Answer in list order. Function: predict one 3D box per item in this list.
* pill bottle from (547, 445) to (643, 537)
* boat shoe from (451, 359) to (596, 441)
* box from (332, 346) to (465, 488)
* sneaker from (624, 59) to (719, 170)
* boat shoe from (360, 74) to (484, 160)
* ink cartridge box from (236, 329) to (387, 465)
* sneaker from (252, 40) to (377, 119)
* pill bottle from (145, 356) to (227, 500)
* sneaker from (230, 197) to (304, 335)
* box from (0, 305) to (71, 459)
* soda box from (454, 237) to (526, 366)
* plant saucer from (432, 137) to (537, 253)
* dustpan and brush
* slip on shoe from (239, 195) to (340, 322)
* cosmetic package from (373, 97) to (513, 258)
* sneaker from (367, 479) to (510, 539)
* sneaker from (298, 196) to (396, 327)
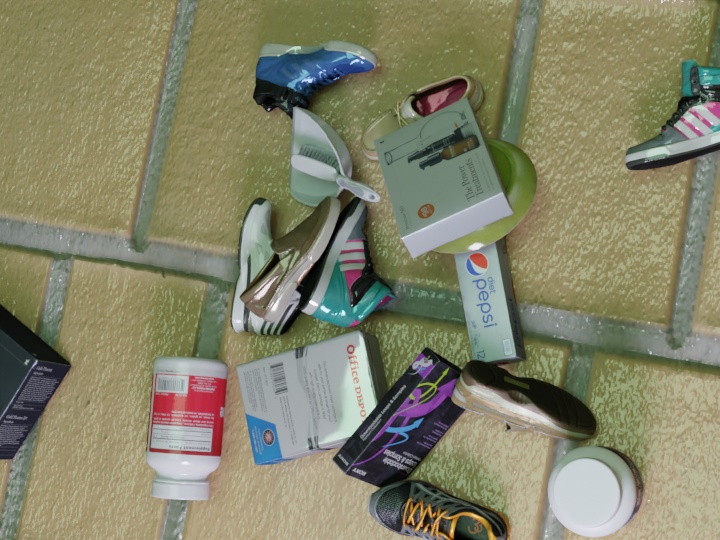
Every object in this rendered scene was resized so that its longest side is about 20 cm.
[{"bbox_3d":[0.297,0.278,1.547,0.109,0.200,0.112,-2,81,17],"label":"pill bottle"},{"bbox_3d":[0.217,0.188,1.647,0.198,0.072,0.077,25,124,-3],"label":"boat shoe"},{"bbox_3d":[0.067,0.208,1.666,0.200,0.143,0.036,-49,54,6],"label":"box"},{"bbox_3d":[0.437,-0.216,1.636,0.197,0.084,0.122,-18,81,7],"label":"sneaker"},{"bbox_3d":[0.081,-0.229,1.768,0.198,0.069,0.074,-29,74,12],"label":"boat shoe"},{"bbox_3d":[-0.062,0.183,1.744,0.197,0.084,0.148,-16,76,15],"label":"ink cartridge box"},{"bbox_3d":[-0.071,-0.278,1.821,0.197,0.077,0.113,5,77,24],"label":"sneaker"},{"bbox_3d":[-0.256,0.230,1.788,0.111,0.112,0.203,1,82,19],"label":"pill bottle"},{"bbox_3d":[-0.122,-0.002,1.810,0.114,0.076,0.204,7,92,11],"label":"sneaker"},{"bbox_3d":[-0.590,0.164,1.916,0.199,0.104,0.183,35,95,20],"label":"box"},{"bbox_3d":[0.177,0.030,1.696,0.063,0.068,0.203,-13,77,18],"label":"soda box"},{"bbox_3d":[0.146,-0.114,1.701,0.197,0.031,0.202,-15,49,18],"label":"plant saucer"},{"bbox_3d":[-0.040,-0.141,1.756,0.198,0.057,0.141,23,122,29],"label":"dustpan and brush"},{"bbox_3d":[-0.099,-0.024,1.732,0.060,0.076,0.201,31,98,-16],"label":"slip on shoe"},{"bbox_3d":[0.110,-0.130,1.678,0.149,0.052,0.202,-26,47,11],"label":"cosmetic package"},{"bbox_3d":[0.105,0.334,1.653,0.197,0.077,0.079,10,91,9],"label":"sneaker"},{"bbox_3d":[0.000,0.000,1.751,0.120,0.084,0.202,31,59,-14],"label":"sneaker"}]
